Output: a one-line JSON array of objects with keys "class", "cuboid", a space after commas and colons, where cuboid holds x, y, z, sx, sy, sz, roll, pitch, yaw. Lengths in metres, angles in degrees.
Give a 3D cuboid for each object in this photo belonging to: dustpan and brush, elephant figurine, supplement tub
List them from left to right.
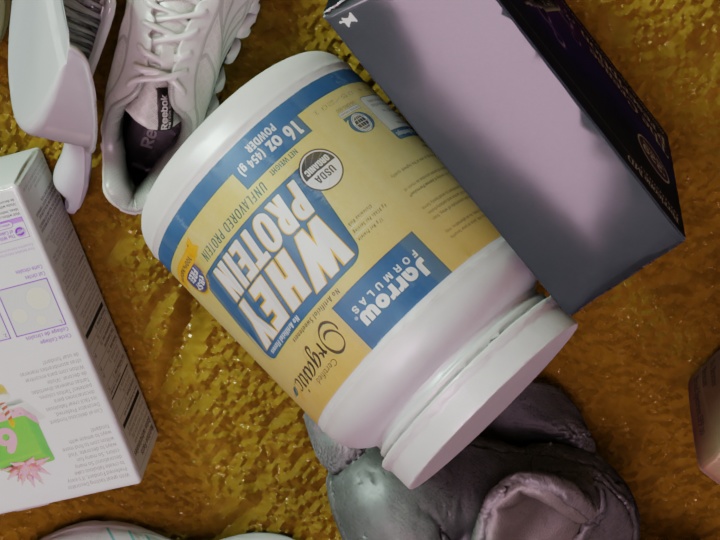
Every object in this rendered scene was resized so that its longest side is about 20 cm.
[{"class": "dustpan and brush", "cuboid": [-0.157, -0.099, 1.117, 0.057, 0.140, 0.200, 2, 140, -21]}, {"class": "supplement tub", "cuboid": [0.000, 0.000, 1.087, 0.200, 0.145, 0.145, 45, 115, 10]}, {"class": "elephant figurine", "cuboid": [0.092, 0.135, 1.192, 0.200, 0.142, 0.155, -17, 156, 5]}]

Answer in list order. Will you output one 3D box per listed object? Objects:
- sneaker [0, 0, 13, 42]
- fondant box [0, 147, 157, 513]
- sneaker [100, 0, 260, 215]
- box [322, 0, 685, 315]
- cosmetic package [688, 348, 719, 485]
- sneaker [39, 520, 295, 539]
[{"class": "sneaker", "cuboid": [-0.238, -0.193, 1.081, 0.077, 0.089, 0.200, -10, 115, 11]}, {"class": "fondant box", "cuboid": [-0.221, 0.043, 1.215, 0.144, 0.058, 0.200, -14, 113, 13]}, {"class": "sneaker", "cuboid": [-0.098, -0.121, 1.108, 0.075, 0.081, 0.200, 14, 116, 1]}, {"class": "box", "cuboid": [0.075, -0.097, 1.065, 0.079, 0.141, 0.200, -34, 109, 21]}, {"class": "cosmetic package", "cuboid": [0.276, 0.041, 1.134, 0.087, 0.103, 0.200, 36, 113, -13]}, {"class": "sneaker", "cuboid": [-0.126, 0.199, 1.271, 0.200, 0.080, 0.070, -1, 118, 9]}]
